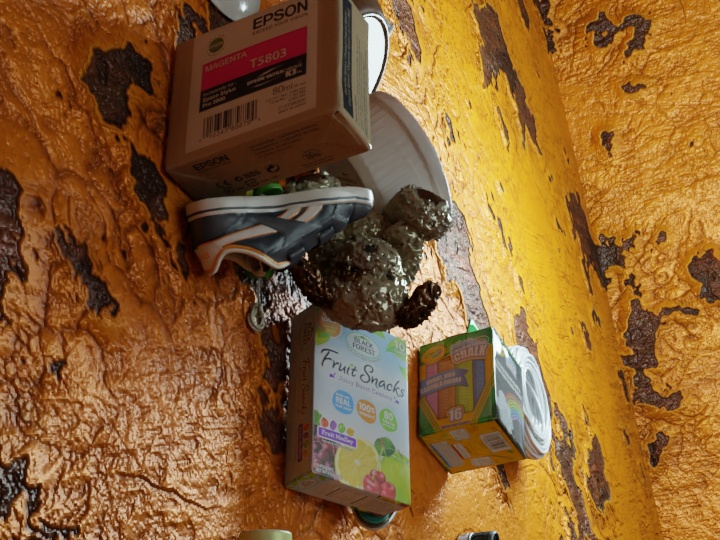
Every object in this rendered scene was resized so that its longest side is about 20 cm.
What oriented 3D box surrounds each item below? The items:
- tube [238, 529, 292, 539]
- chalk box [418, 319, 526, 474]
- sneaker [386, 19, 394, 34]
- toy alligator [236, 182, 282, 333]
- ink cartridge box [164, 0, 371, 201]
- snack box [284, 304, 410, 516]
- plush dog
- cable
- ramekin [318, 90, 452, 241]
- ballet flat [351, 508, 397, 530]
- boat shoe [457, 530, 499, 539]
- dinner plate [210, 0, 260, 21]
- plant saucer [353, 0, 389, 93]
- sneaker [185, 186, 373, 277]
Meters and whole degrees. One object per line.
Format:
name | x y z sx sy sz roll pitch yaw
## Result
tube | -0.087 0.336 0.903 0.057 0.052 0.203 6 68 -21
chalk box | 0.161 0.171 1.484 0.125 0.122 0.202 51 31 -41
sneaker | -0.015 -0.338 1.484 0.087 0.075 0.201 45 32 -18
toy alligator | -0.102 -0.037 1.085 0.059 0.054 0.203 22 56 -62
ink cartridge box | -0.091 -0.174 1.010 0.075 0.197 0.167 43 37 -51
snack box | -0.012 0.153 1.122 0.141 0.053 0.203 26 49 -34
plush dog | 0.000 0.000 1.134 0.173 0.196 0.162 -89 -170 -53
cable | 0.279 0.234 1.787 0.202 0.068 0.200 67 23 -19
ramekin | 0.023 -0.112 1.274 0.203 0.093 0.203 54 -18 25
ballet flat | 0.016 0.213 1.195 0.069 0.069 0.203 46 36 -49
boat shoe | 0.180 0.465 1.408 0.074 0.067 0.202 42 39 -51
dinner plate | -0.164 -0.395 1.210 0.200 0.024 0.203 45 38 -50
plant saucer | -0.019 -0.256 1.290 0.200 0.034 0.202 -47 153 -33
sneaker | -0.076 -0.038 1.030 0.197 0.078 0.081 -8 84 -22
